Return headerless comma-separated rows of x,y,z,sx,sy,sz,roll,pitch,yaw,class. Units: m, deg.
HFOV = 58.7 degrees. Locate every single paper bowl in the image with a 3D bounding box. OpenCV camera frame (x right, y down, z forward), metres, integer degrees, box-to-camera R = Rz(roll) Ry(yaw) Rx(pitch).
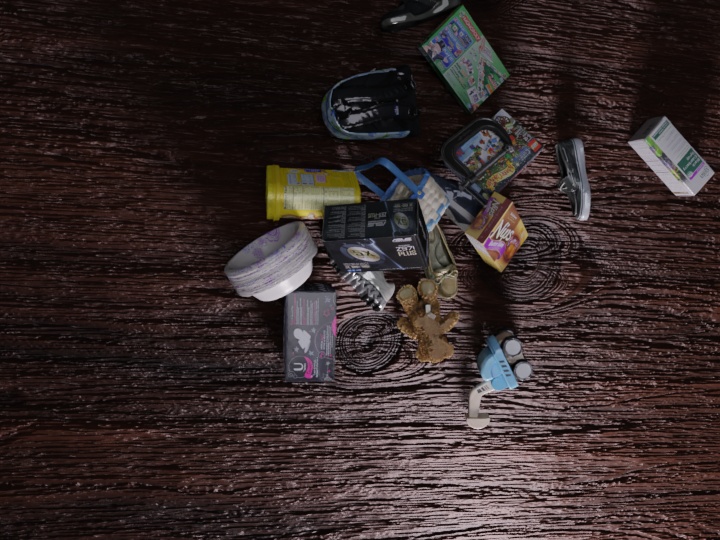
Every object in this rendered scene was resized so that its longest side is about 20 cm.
-0.184,-0.011,1.382,0.200,0.201,0.105,-32,111,-5,paper bowl

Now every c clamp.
0.273,-0.253,1.439,0.171,0.027,0.200,40,71,14,c clamp

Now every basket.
0.087,-0.173,1.428,0.200,0.176,0.139,41,78,-17,basket

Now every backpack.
0.014,-0.360,1.421,0.199,0.153,0.164,-18,102,-30,backpack

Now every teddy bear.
0.158,0.118,1.528,0.145,0.067,0.201,-36,97,-1,teddy bear

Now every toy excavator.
0.321,0.265,1.568,0.199,0.100,0.196,-25,98,6,toy excavator

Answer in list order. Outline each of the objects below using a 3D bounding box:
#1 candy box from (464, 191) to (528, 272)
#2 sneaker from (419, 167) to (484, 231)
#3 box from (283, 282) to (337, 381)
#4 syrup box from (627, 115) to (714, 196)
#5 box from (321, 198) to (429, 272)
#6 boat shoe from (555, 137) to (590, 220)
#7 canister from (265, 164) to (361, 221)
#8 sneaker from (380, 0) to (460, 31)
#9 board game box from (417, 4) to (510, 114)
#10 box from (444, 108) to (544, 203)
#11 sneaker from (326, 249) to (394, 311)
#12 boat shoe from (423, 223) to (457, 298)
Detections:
0.317,-0.085,1.476,0.056,0.200,0.117,35,88,29,candy box
0.234,-0.201,1.506,0.202,0.077,0.146,42,76,0,sneaker
-0.118,0.135,1.443,0.114,0.132,0.202,2,97,-9,box
0.771,-0.281,1.589,0.200,0.081,0.079,43,88,-10,syrup box
0.037,-0.069,1.346,0.198,0.164,0.087,-3,66,13,box
0.511,-0.219,1.562,0.070,0.072,0.202,-8,87,0,boat shoe
-0.106,-0.169,1.404,0.198,0.149,0.087,1,122,-10,canister
0.120,-0.614,1.439,0.198,0.076,0.115,-26,98,-10,sneaker
0.241,-0.483,1.476,0.135,0.029,0.200,-45,113,-4,board game box
0.310,-0.266,1.479,0.137,0.038,0.200,43,70,10,box
0.000,0.000,1.490,0.081,0.075,0.200,-45,101,-22,sneaker
0.187,-0.026,1.518,0.073,0.063,0.202,-16,99,-8,boat shoe
